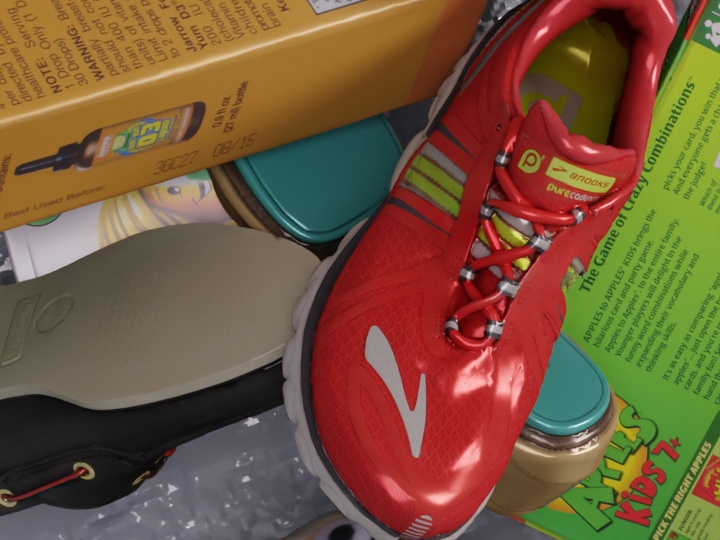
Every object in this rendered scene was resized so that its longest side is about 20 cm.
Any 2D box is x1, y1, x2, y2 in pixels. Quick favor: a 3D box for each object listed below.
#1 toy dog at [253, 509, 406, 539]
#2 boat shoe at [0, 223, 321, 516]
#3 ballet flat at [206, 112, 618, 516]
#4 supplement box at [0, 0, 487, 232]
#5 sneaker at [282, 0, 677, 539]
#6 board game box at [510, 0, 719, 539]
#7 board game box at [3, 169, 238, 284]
[{"bbox_3d":[-0.015,0.177,0.913,0.193,0.140,0.201,12,89,-11],"label":"toy dog"},{"bbox_3d":[-0.085,0.037,0.910,0.201,0.074,0.063,-14,128,31],"label":"boat shoe"},{"bbox_3d":[0.000,0.000,0.911,0.069,0.063,0.200,-27,68,-34],"label":"ballet flat"},{"bbox_3d":[-0.060,-0.069,0.860,0.200,0.067,0.069,-21,64,-28],"label":"supplement box"},{"bbox_3d":[0.039,-0.014,0.829,0.077,0.085,0.200,28,60,-11],"label":"sneaker"},{"bbox_3d":[0.119,0.004,0.921,0.101,0.048,0.200,26,112,0],"label":"board game box"},{"bbox_3d":[-0.077,-0.096,0.962,0.126,0.035,0.201,-15,90,-2],"label":"board game box"}]
